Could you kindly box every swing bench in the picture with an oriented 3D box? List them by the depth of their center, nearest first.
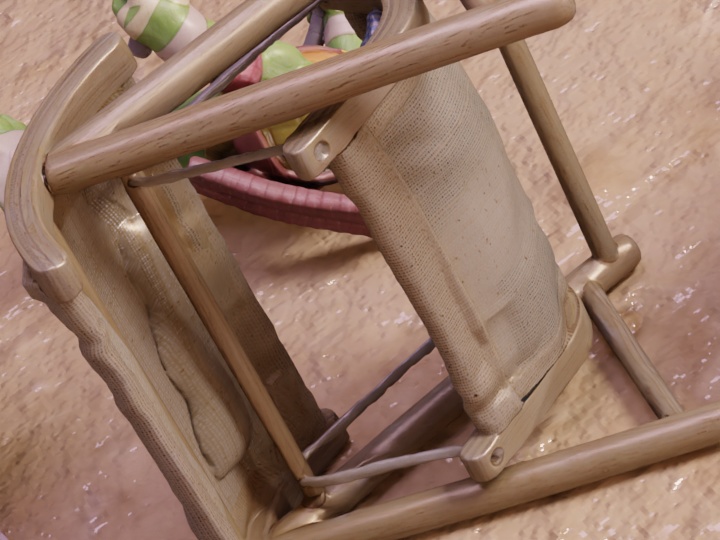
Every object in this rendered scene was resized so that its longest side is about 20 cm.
[{"bbox_3d":[0.000,0.000,1.043,0.199,0.199,0.130,-28,34,-1],"label":"swing bench"}]

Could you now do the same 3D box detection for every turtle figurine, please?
[{"bbox_3d":[-0.062,-0.099,1.245,0.193,0.201,0.144,-23,19,23],"label":"turtle figurine"}]

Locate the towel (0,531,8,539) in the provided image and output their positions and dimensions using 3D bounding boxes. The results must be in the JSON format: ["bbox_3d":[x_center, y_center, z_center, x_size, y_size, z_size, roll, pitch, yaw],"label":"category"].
[{"bbox_3d":[-0.177,0.190,1.070,0.200,0.032,0.191,-36,35,-12],"label":"towel"}]
